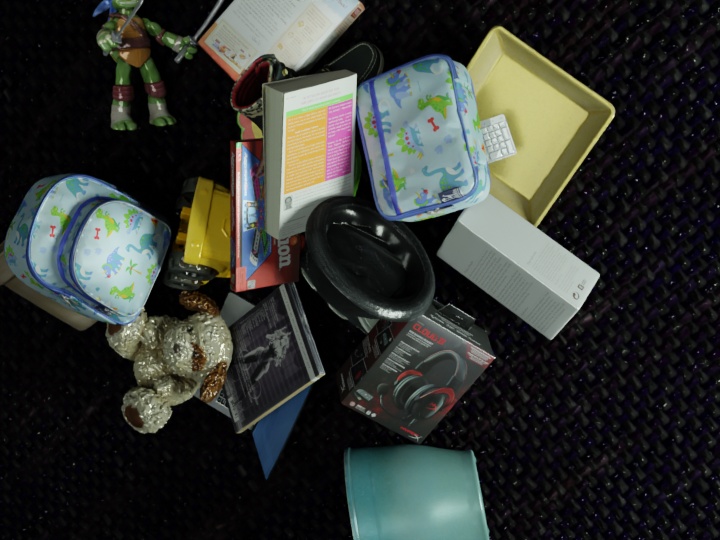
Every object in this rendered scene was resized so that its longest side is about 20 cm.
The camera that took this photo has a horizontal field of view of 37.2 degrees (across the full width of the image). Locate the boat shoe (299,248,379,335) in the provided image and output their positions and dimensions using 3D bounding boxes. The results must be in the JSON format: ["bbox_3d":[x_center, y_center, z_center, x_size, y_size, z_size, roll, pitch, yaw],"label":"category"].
[{"bbox_3d":[-0.008,0.038,1.558,0.201,0.076,0.060,50,149,-9],"label":"boat shoe"}]

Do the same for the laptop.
[{"bbox_3d":[-0.168,0.170,1.606,0.198,0.116,0.189,29,108,8],"label":"laptop"}]

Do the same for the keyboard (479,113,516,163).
[{"bbox_3d":[0.111,-0.154,1.453,0.197,0.011,0.057,-17,97,20],"label":"keyboard"}]

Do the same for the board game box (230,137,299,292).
[{"bbox_3d":[-0.127,-0.077,1.434,0.019,0.102,0.203,23,117,50],"label":"board game box"}]

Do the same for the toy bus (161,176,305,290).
[{"bbox_3d":[-0.182,-0.038,1.551,0.189,0.200,0.138,11,75,-16],"label":"toy bus"}]

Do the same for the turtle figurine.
[{"bbox_3d":[-0.303,-0.301,1.525,0.197,0.144,0.197,5,108,19],"label":"turtle figurine"}]

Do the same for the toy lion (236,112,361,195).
[{"bbox_3d":[-0.088,-0.180,1.536,0.197,0.069,0.194,20,100,11],"label":"toy lion"}]

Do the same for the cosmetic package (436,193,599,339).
[{"bbox_3d":[0.212,-0.008,1.452,0.199,0.071,0.102,37,149,5],"label":"cosmetic package"}]

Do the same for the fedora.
[{"bbox_3d":[0.000,0.000,1.431,0.201,0.200,0.092,46,134,2],"label":"fedora"}]

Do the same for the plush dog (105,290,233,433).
[{"bbox_3d":[-0.263,0.129,1.596,0.170,0.160,0.203,-22,73,25],"label":"plush dog"}]

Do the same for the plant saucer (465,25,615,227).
[{"bbox_3d":[0.210,-0.192,1.444,0.199,0.048,0.201,36,110,7],"label":"plant saucer"}]

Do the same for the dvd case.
[{"bbox_3d":[-0.141,0.128,1.567,0.199,0.016,0.150,-37,63,35],"label":"dvd case"}]

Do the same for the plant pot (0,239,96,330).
[{"bbox_3d":[-0.443,-0.010,1.622,0.199,0.201,0.174,-35,107,21],"label":"plant pot"}]

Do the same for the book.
[{"bbox_3d":[-0.063,-0.152,1.406,0.048,0.132,0.203,29,126,42],"label":"book"}]

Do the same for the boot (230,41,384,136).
[{"bbox_3d":[-0.069,-0.249,1.425,0.203,0.154,0.074,-43,61,6],"label":"boot"}]

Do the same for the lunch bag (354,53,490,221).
[{"bbox_3d":[0.079,-0.170,1.411,0.159,0.082,0.203,-13,84,25],"label":"lunch bag"}]

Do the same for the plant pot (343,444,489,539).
[{"bbox_3d":[0.085,0.339,1.539,0.185,0.200,0.203,-11,100,4],"label":"plant pot"}]

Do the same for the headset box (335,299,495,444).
[{"bbox_3d":[0.082,0.127,1.512,0.148,0.075,0.201,30,111,-24],"label":"headset box"}]

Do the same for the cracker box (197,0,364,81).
[{"bbox_3d":[-0.109,-0.340,1.482,0.134,0.058,0.200,45,100,4],"label":"cracker box"}]

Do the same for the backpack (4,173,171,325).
[{"bbox_3d":[-0.372,-0.036,1.479,0.146,0.199,0.185,7,72,52],"label":"backpack"}]
